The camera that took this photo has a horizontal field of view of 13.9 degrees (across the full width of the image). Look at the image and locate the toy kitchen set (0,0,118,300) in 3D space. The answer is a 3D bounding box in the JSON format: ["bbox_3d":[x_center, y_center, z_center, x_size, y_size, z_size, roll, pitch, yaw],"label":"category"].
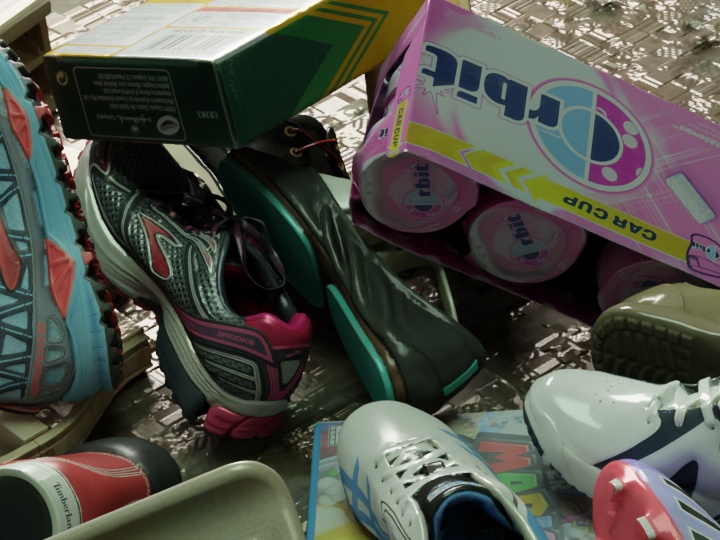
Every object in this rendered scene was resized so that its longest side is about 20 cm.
[{"bbox_3d":[-0.189,-0.107,1.653,0.199,0.164,0.180,17,40,31],"label":"toy kitchen set"}]

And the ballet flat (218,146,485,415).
[{"bbox_3d":[0.000,0.000,1.504,0.068,0.068,0.200,-24,52,-16],"label":"ballet flat"}]

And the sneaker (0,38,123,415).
[{"bbox_3d":[-0.187,-0.025,1.484,0.095,0.079,0.201,-17,77,-6],"label":"sneaker"}]

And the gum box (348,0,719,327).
[{"bbox_3d":[0.093,-0.048,1.498,0.199,0.066,0.114,23,46,-13],"label":"gum box"}]

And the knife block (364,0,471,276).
[{"bbox_3d":[0.034,-0.101,1.602,0.064,0.201,0.176,-6,4,0],"label":"knife block"}]

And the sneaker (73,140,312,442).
[{"bbox_3d":[-0.080,-0.007,1.514,0.080,0.075,0.200,-5,47,-38],"label":"sneaker"}]

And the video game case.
[{"bbox_3d":[0.074,0.114,1.406,0.199,0.018,0.143,-4,33,4],"label":"video game case"}]

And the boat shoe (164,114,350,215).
[{"bbox_3d":[-0.044,-0.057,1.626,0.073,0.063,0.201,17,17,-38],"label":"boat shoe"}]

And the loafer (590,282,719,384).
[{"bbox_3d":[0.211,0.048,1.413,0.199,0.076,0.067,21,41,17],"label":"loafer"}]

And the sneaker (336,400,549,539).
[{"bbox_3d":[0.041,0.109,1.339,0.072,0.073,0.200,-18,34,-13],"label":"sneaker"}]

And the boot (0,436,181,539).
[{"bbox_3d":[-0.189,0.125,1.407,0.199,0.073,0.144,-14,0,25],"label":"boot"}]

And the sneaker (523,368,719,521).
[{"bbox_3d":[0.175,0.055,1.343,0.198,0.130,0.079,24,36,23],"label":"sneaker"}]

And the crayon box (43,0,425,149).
[{"bbox_3d":[-0.052,-0.125,1.554,0.125,0.052,0.200,5,28,41],"label":"crayon box"}]

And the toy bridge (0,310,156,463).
[{"bbox_3d":[-0.179,0.080,1.494,0.200,0.027,0.067,-30,42,-31],"label":"toy bridge"}]

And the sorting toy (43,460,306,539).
[{"bbox_3d":[-0.088,0.196,1.150,0.184,0.036,0.201,-22,74,8],"label":"sorting toy"}]

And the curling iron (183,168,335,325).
[{"bbox_3d":[-0.058,-0.009,1.602,0.049,0.026,0.200,14,17,-45],"label":"curling iron"}]

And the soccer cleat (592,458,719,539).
[{"bbox_3d":[0.169,0.153,1.286,0.076,0.067,0.200,-7,37,-28],"label":"soccer cleat"}]
